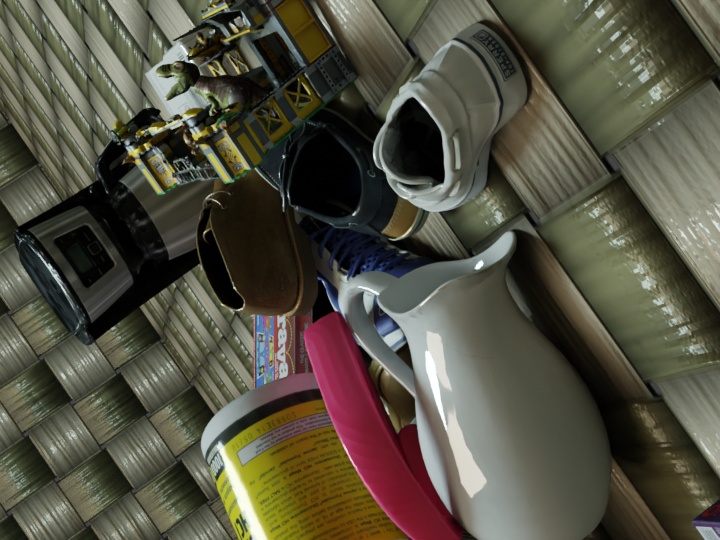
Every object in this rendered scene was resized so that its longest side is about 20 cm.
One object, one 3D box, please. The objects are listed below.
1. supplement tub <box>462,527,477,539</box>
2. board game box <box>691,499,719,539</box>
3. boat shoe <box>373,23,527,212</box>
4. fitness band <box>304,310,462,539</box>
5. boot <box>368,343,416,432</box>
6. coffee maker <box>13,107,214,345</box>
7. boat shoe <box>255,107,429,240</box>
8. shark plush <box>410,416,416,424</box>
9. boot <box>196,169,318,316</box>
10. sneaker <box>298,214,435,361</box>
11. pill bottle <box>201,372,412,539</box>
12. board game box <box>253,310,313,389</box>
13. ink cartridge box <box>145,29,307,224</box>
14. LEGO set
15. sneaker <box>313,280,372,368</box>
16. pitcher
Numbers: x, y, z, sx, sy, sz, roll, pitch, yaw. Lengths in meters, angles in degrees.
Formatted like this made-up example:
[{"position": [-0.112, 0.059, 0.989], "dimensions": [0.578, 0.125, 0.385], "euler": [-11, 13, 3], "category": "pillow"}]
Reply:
[{"position": [0.050, 0.229, 0.978], "dimensions": [0.198, 0.132, 0.133], "euler": [3, 136, 28], "category": "supplement tub"}, {"position": [0.260, 0.177, 0.661], "dimensions": [0.121, 0.032, 0.200], "euler": [59, 166, 2], "category": "board game box"}, {"position": [0.038, -0.076, 0.732], "dimensions": [0.074, 0.065, 0.200], "euler": [51, 164, 12], "category": "boat shoe"}, {"position": [0.012, 0.113, 0.876], "dimensions": [0.144, 0.037, 0.200], "euler": [55, -175, -35], "category": "fitness band"}, {"position": [0.100, 0.154, 1.053], "dimensions": [0.200, 0.066, 0.176], "euler": [45, 170, 30], "category": "boot"}, {"position": [-0.196, -0.027, 1.128], "dimensions": [0.135, 0.199, 0.193], "euler": [48, 162, 22], "category": "coffee maker"}, {"position": [-0.030, -0.075, 0.904], "dimensions": [0.200, 0.062, 0.075], "euler": [32, 110, 48], "category": "boat shoe"}, {"position": [0.075, 0.152, 0.978], "dimensions": [0.083, 0.091, 0.199], "euler": [37, 135, -27], "category": "shark plush"}, {"position": [-0.098, -0.056, 0.997], "dimensions": [0.074, 0.075, 0.201], "euler": [-48, 54, 47], "category": "boot"}, {"position": [0.000, 0.000, 0.985], "dimensions": [0.116, 0.080, 0.199], "euler": [55, 167, -8], "category": "sneaker"}, {"position": [-0.029, 0.184, 0.890], "dimensions": [0.113, 0.112, 0.201], "euler": [85, 159, -63], "category": "pill bottle"}, {"position": [-0.067, 0.072, 1.075], "dimensions": [0.103, 0.019, 0.202], "euler": [158, 114, -62], "category": "board game box"}, {"position": [-0.114, -0.119, 1.150], "dimensions": [0.201, 0.045, 0.176], "euler": [59, 164, -11], "category": "ink cartridge box"}, {"position": [-0.107, -0.141, 0.882], "dimensions": [0.116, 0.153, 0.200], "euler": [55, 164, -17], "category": "LEGO set"}, {"position": [-0.045, 0.026, 1.156], "dimensions": [0.200, 0.071, 0.098], "euler": [41, -174, 38], "category": "sneaker"}, {"position": [0.073, 0.085, 0.843], "dimensions": [0.171, 0.121, 0.201], "euler": [-5, 114, 55], "category": "pitcher"}]
